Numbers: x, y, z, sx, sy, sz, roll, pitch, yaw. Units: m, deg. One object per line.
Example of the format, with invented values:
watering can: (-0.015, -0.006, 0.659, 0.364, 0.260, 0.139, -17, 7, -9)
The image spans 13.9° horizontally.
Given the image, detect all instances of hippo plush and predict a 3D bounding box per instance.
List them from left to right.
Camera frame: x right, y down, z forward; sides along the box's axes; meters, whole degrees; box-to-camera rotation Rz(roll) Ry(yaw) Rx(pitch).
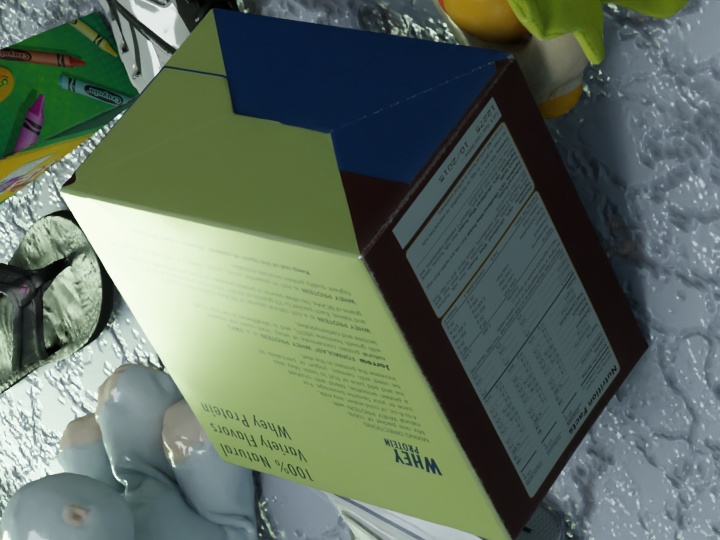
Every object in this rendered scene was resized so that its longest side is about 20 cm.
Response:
hippo plush: (-0.145, 0.169, 1.691, 0.159, 0.161, 0.201, -2, 109, 44)

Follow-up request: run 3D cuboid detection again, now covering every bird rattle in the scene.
bird rattle: (0.057, -0.156, 1.376, 0.200, 0.112, 0.163, 40, 150, 26)

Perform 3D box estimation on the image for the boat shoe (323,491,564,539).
boat shoe: (0.016, 0.126, 1.574, 0.200, 0.073, 0.067, 33, 128, 27)

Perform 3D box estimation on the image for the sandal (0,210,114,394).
sandal: (-0.207, 0.032, 1.764, 0.076, 0.048, 0.200, 56, 138, 7)

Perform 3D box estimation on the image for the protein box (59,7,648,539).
protein box: (0.000, 0.000, 1.431, 0.198, 0.135, 0.200, 13, 143, 40)

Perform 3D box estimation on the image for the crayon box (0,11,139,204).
crayon box: (-0.227, -0.068, 1.680, 0.200, 0.119, 0.058, -31, 88, 48)

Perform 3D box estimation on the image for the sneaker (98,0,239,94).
sneaker: (-0.095, -0.146, 1.547, 0.200, 0.066, 0.091, 55, 140, 11)
